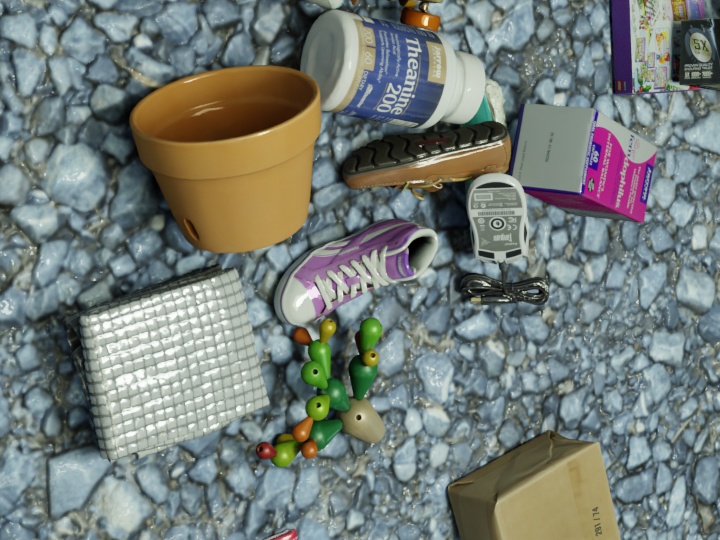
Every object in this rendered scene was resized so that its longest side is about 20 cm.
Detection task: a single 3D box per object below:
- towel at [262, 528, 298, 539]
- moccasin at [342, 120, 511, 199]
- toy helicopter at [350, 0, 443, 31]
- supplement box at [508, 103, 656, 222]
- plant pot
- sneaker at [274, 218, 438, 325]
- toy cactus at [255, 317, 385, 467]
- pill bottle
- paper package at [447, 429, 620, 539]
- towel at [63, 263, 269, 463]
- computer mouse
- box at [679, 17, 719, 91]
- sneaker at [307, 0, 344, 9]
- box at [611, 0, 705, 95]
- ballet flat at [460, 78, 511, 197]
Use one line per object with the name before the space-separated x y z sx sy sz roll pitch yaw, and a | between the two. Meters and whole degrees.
towel | -0.113 0.413 1.618 0.143 0.022 0.203 -18 103 -30
moccasin | 0.077 -0.121 1.648 0.198 0.074 0.079 -14 128 -13
toy helicopter | 0.029 -0.318 1.558 0.130 0.200 0.080 15 99 2
supplement box | 0.272 -0.128 1.724 0.199 0.102 0.103 14 86 -57
plant pot | -0.130 -0.111 1.478 0.198 0.199 0.142 -24 122 -27
sneaker | 0.000 -0.001 1.601 0.199 0.114 0.073 -35 112 -23
toy cactus | -0.031 0.151 1.621 0.165 0.101 0.202 45 68 -46
pill bottle | 0.040 -0.222 1.608 0.198 0.110 0.113 7 90 -32
paper package | 0.225 0.331 1.771 0.189 0.103 0.203 -24 105 -29
towel | -0.208 0.097 1.501 0.198 0.085 0.168 -19 105 -30
computer mouse | 0.168 -0.042 1.681 0.044 0.108 0.202 -79 166 -50
box | 0.532 -0.279 1.843 0.199 0.162 0.088 -2 94 -49
sneaker | -0.107 -0.330 1.535 0.198 0.076 0.082 27 79 -21
box | 0.390 -0.334 1.854 0.135 0.039 0.203 -7 97 -32
ballet flat | 0.163 -0.136 1.721 0.071 0.071 0.203 -13 102 -30
